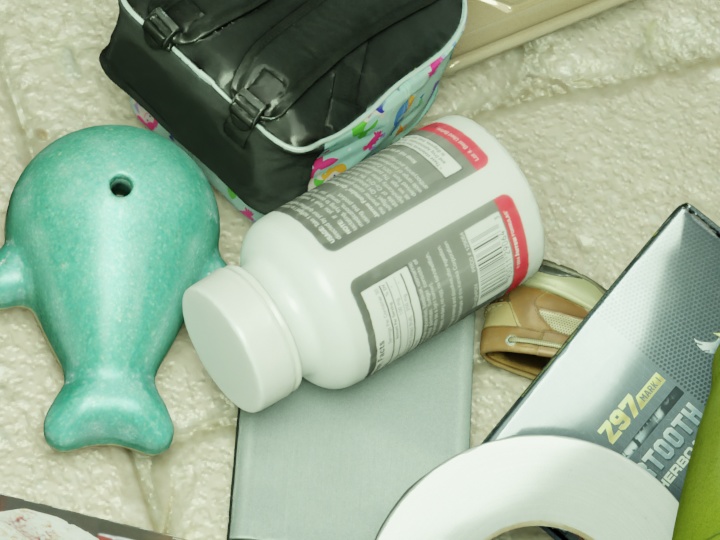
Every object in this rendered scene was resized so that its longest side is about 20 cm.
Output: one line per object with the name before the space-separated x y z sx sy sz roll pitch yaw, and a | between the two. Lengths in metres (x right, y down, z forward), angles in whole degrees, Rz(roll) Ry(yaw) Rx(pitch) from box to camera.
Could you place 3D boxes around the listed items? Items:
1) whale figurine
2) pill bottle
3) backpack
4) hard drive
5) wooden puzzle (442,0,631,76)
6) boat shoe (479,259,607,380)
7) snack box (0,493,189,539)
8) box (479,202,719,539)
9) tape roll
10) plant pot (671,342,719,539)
whale figurine | -0.145 0.006 1.540 0.158 0.104 0.201 4 63 -9
pill bottle | 0.000 0.000 1.529 0.199 0.111 0.111 -30 72 -22
backpack | -0.039 -0.137 1.607 0.177 0.151 0.200 41 61 14
hard drive | -0.003 0.080 1.570 0.138 0.033 0.201 7 62 -7
wooden puzzle | 0.079 -0.228 1.747 0.184 0.037 0.201 -23 65 -20
boat shoe | 0.164 0.064 1.594 0.199 0.076 0.074 22 66 10
snack box | -0.190 0.162 1.449 0.198 0.024 0.072 14 51 -2
box | 0.184 0.086 1.531 0.158 0.051 0.200 41 92 1
tape roll | 0.098 0.193 1.469 0.199 0.066 0.202 0 85 -1
plant pot | 0.253 0.126 1.392 0.199 0.201 0.194 10 53 -6
